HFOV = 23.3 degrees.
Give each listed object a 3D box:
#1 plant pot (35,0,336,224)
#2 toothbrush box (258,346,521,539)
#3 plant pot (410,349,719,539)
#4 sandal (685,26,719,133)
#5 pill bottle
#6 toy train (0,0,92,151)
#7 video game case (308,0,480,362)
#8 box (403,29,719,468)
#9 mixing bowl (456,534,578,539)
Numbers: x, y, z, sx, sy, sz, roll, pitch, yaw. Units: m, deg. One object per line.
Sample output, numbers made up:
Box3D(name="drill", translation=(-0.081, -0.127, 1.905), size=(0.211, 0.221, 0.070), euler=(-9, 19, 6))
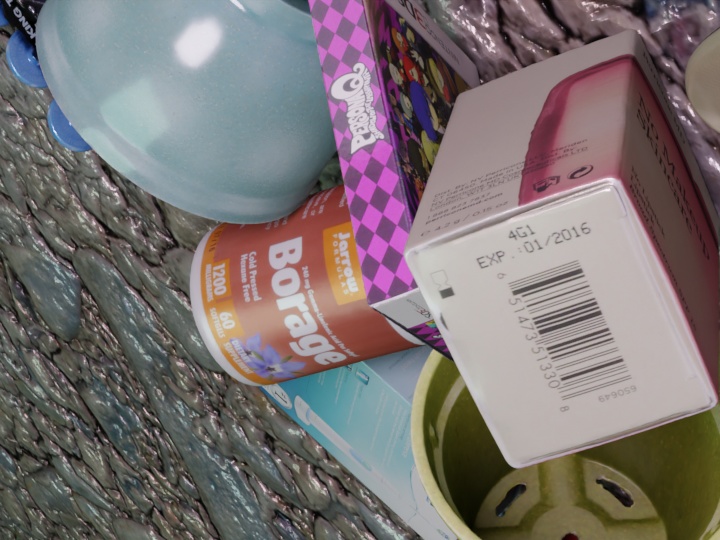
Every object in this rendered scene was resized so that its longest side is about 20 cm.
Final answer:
Box3D(name="plant pot", translation=(-0.074, -0.148, 1.041), size=(0.200, 0.200, 0.134), euler=(47, 125, 7))
Box3D(name="toothbrush box", translation=(0.029, 0.088, 1.248), size=(0.200, 0.085, 0.147), euler=(41, 150, 20))
Box3D(name="plant pot", translation=(0.131, 0.134, 1.059), size=(0.200, 0.200, 0.184), euler=(38, 157, 22))
Box3D(name="sandal", translation=(0.209, -0.099, 0.796), size=(0.080, 0.057, 0.201), euler=(50, 152, 1))
Box3D(name="pill bottle", translation=(0.000, 0.000, 1.102), size=(0.200, 0.112, 0.112), euler=(-17, 112, 30))
Box3D(name="toy train", translation=(-0.193, -0.175, 1.232), size=(0.087, 0.114, 0.200), euler=(-22, 105, 53))
Box3D(name="video game case", translation=(0.036, -0.052, 0.928), size=(0.181, 0.036, 0.201), euler=(34, -139, -59))
Box3D(name="box", translation=(0.108, -0.017, 0.870), size=(0.109, 0.200, 0.128), euler=(-20, 112, 20))
Box3D(name="mixing bowl", translation=(0.114, 0.239, 1.185), size=(0.200, 0.200, 0.109), euler=(22, 138, 42))
